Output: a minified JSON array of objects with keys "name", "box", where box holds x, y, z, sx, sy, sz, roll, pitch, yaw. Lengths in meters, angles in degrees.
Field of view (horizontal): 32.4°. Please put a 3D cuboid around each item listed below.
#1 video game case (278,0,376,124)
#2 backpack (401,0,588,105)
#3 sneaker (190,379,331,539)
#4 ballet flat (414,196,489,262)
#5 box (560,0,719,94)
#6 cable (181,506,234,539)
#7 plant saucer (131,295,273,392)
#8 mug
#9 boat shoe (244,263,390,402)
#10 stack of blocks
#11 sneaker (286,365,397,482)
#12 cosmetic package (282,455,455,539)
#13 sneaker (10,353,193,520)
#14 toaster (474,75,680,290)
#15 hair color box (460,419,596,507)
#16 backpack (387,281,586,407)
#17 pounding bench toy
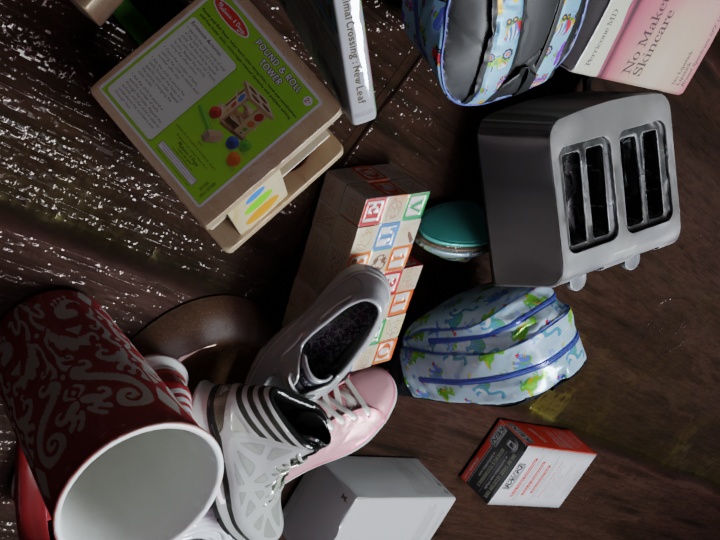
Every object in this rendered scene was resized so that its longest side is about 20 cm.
[{"name":"video game case","box":[-0.042,-0.226,0.837,0.022,0.201,0.183,-20,139,-9]},{"name":"backpack","box":[0.110,-0.247,1.027,0.182,0.134,0.201,-22,137,-31]},{"name":"sneaker","box":[-0.078,0.184,1.135,0.076,0.114,0.202,-70,152,-47]},{"name":"ballet flat","box":[0.127,-0.041,1.301,0.199,0.074,0.075,-16,134,-32]},{"name":"box","box":[0.249,-0.256,1.185,0.199,0.109,0.129,0,124,-46]},{"name":"cable","box":[-0.198,0.269,1.216,0.199,0.069,0.201,-29,150,-18]},{"name":"plant saucer","box":[-0.156,0.116,1.177,0.199,0.037,0.201,-26,138,-26]},{"name":"mug","box":[-0.226,0.126,0.965,0.177,0.200,0.134,-39,138,-6]},{"name":"boat shoe","box":[-0.042,0.083,1.137,0.072,0.069,0.200,41,110,-15]},{"name":"stack of blocks","box":[0.000,0.000,1.201,0.115,0.058,0.201,-12,128,-44]},{"name":"sneaker","box":[-0.043,0.154,1.278,0.199,0.076,0.105,-31,159,-16]},{"name":"cosmetic package","box":[0.009,0.284,1.462,0.199,0.085,0.108,15,111,-50]},{"name":"sneaker","box":[-0.222,0.167,1.062,0.200,0.116,0.078,-45,123,11]},{"name":"toaster","box":[0.216,-0.091,1.238,0.180,0.118,0.202,-17,105,-34]},{"name":"hair color box","box":[0.233,0.267,1.697,0.199,0.061,0.102,17,111,-53]},{"name":"backpack","box":[0.143,0.078,1.315,0.162,0.199,0.155,-22,115,-29]},{"name":"pounding bench toy","box":[-0.122,-0.134,0.916,0.124,0.200,0.156,-41,175,-5]}]
